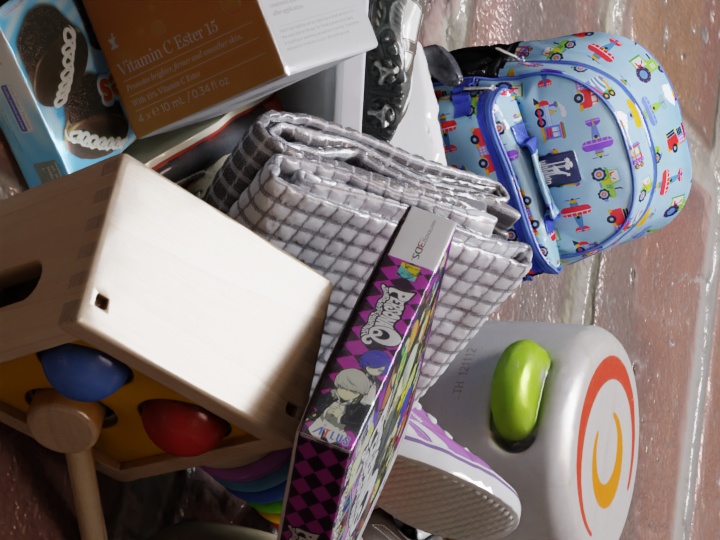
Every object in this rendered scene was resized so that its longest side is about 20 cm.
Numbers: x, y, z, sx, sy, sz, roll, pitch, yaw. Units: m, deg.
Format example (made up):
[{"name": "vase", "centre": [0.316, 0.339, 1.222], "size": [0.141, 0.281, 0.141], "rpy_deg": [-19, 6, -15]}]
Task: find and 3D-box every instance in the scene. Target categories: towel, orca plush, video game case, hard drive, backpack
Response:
[{"name": "towel", "centre": [-0.014, -0.005, 1.324], "size": [0.200, 0.166, 0.086], "rpy_deg": [15, 39, -30]}, {"name": "orca plush", "centre": [0.031, -0.104, 1.535], "size": [0.105, 0.071, 0.200], "rpy_deg": [-38, 85, -15]}, {"name": "video game case", "centre": [-0.002, 0.092, 1.217], "size": [0.200, 0.036, 0.181], "rpy_deg": [101, 11, -47]}, {"name": "hard drive", "centre": [-0.027, -0.136, 1.362], "size": [0.132, 0.027, 0.200], "rpy_deg": [-116, -156, -49]}, {"name": "backpack", "centre": [0.136, -0.082, 1.585], "size": [0.135, 0.200, 0.183], "rpy_deg": [-39, 118, -55]}]

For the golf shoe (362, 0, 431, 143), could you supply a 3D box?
[{"name": "golf shoe", "centre": [0.018, -0.166, 1.452], "size": [0.094, 0.078, 0.200], "rpy_deg": [-37, 142, -55]}]

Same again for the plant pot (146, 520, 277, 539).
[{"name": "plant pot", "centre": [-0.050, 0.253, 1.304], "size": [0.200, 0.134, 0.201], "rpy_deg": [13, 75, -55]}]

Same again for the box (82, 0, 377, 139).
[{"name": "box", "centre": [-0.095, -0.195, 1.242], "size": [0.097, 0.124, 0.200], "rpy_deg": [-24, 93, -52]}]

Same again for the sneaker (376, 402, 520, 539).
[{"name": "sneaker", "centre": [0.026, 0.098, 1.433], "size": [0.200, 0.073, 0.114], "rpy_deg": [28, 46, -9]}]

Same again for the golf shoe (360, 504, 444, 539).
[{"name": "golf shoe", "centre": [0.044, 0.225, 1.489], "size": [0.200, 0.078, 0.095], "rpy_deg": [45, 56, -46]}]

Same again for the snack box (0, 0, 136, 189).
[{"name": "snack box", "centre": [-0.155, -0.141, 1.291], "size": [0.200, 0.037, 0.116], "rpy_deg": [-50, 124, -49]}]

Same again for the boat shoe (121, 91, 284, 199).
[{"name": "boat shoe", "centre": [-0.103, -0.067, 1.338], "size": [0.200, 0.071, 0.063], "rpy_deg": [-39, 121, -57]}]

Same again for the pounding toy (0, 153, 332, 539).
[{"name": "pounding toy", "centre": [-0.138, 0.060, 1.178], "size": [0.184, 0.200, 0.142], "rpy_deg": [32, 57, -34]}]

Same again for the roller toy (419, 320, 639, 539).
[{"name": "roller toy", "centre": [0.118, 0.131, 1.582], "size": [0.182, 0.140, 0.200], "rpy_deg": [-32, 121, -60]}]

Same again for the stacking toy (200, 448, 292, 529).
[{"name": "stacking toy", "centre": [-0.049, 0.127, 1.333], "size": [0.200, 0.085, 0.085], "rpy_deg": [62, 37, -52]}]
